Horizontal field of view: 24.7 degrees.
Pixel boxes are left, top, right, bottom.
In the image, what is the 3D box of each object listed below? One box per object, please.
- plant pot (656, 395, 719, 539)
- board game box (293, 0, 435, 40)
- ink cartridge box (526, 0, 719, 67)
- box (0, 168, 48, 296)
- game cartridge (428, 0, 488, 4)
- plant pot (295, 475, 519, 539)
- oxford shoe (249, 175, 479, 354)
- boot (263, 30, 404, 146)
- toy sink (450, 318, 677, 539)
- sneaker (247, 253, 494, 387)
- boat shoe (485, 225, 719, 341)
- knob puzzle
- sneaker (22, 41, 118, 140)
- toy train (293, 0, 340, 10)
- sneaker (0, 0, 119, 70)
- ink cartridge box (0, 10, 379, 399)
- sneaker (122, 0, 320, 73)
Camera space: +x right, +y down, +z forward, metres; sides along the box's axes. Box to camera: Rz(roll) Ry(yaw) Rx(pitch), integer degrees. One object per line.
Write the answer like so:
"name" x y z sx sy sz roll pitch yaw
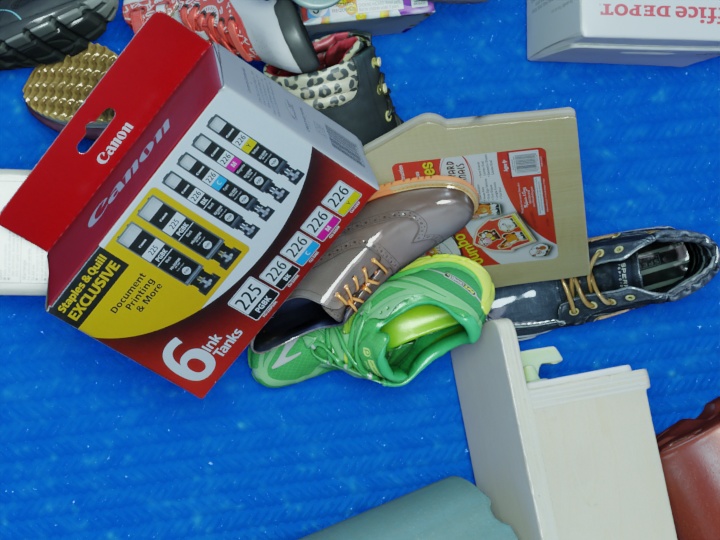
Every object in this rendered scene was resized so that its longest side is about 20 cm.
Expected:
"plant pot" 0.321 0.191 1.257 0.201 0.201 0.195 -31 87 -10
"board game box" -0.016 -0.280 1.234 0.103 0.105 0.200 -8 91 -12
"ink cartridge box" 0.213 -0.262 1.256 0.145 0.145 0.200 1 89 -11
"box" -0.195 -0.026 1.209 0.200 0.078 0.095 3 89 -11
"game cartridge" 0.014 -0.269 1.170 0.200 0.042 0.133 19 89 -12
"plant pot" 0.020 0.257 1.197 0.196 0.200 0.200 -26 94 -18
"oxford shoe" 0.000 0.000 1.167 0.200 0.073 0.071 -29 134 22
"boot" 0.030 -0.106 1.226 0.203 0.074 0.154 -15 122 -7
"toy sink" 0.154 0.133 1.239 0.112 0.130 0.200 -9 81 -15
"sneaker" 0.002 0.045 1.215 0.200 0.084 0.074 -19 122 19
"boat shoe" 0.176 0.006 1.273 0.200 0.091 0.071 -17 92 -10
"knob puzzle" 0.062 -0.050 1.193 0.219 0.220 0.030 8 51 -11
"sneaker" -0.156 -0.110 1.203 0.200 0.090 0.075 13 66 29
"toy train" -0.007 -0.262 1.104 0.200 0.085 0.114 -34 77 -12
"sneaker" -0.271 -0.178 1.182 0.200 0.075 0.079 -20 77 10
"ink cartridge box" -0.121 -0.042 1.104 0.175 0.084 0.200 32 109 -25
"sneaker" -0.106 -0.174 1.181 0.108 0.201 0.067 -27 128 -5
